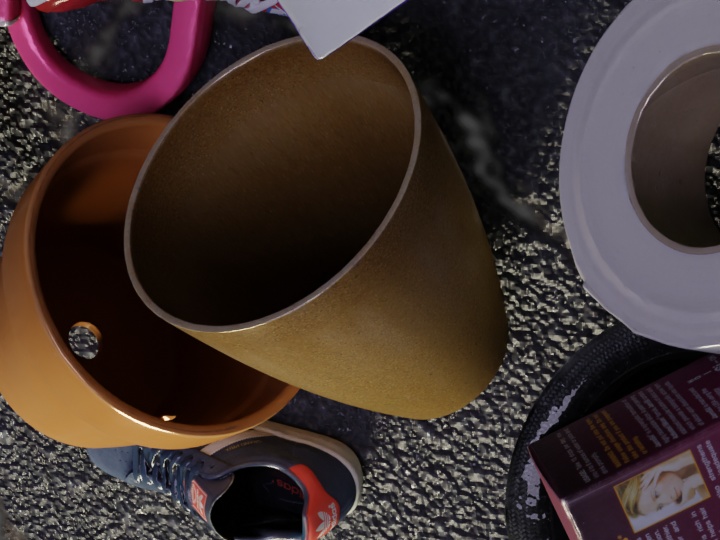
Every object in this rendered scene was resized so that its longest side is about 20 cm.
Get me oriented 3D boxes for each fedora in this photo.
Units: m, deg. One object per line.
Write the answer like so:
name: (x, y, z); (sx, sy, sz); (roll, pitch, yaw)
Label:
fedora: (0.168, 0.105, 1.093); (0.200, 0.092, 0.202); (-2, 106, -7)

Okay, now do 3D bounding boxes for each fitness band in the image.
fitness band: (-0.154, -0.185, 1.134); (0.143, 0.037, 0.201); (18, 122, 14)

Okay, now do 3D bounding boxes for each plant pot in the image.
plant pot: (-0.141, 0.024, 1.153); (0.200, 0.200, 0.140); (50, 139, -7)
plant pot: (0.000, 0.000, 1.069); (0.186, 0.187, 0.200); (-14, 142, 28)

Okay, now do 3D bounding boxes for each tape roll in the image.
tape roll: (0.196, -0.055, 0.963); (0.202, 0.071, 0.204); (-10, 76, 46)

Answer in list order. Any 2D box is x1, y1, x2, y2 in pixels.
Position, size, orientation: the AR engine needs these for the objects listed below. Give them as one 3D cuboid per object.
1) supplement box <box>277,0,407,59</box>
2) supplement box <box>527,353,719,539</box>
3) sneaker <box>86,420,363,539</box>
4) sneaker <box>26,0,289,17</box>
supplement box: (0.021, -0.201, 0.952); (0.103, 0.200, 0.101); (-30, 100, 33)
supplement box: (0.204, 0.107, 1.003); (0.199, 0.086, 0.111); (-26, 107, 0)
sneaker: (-0.102, 0.135, 1.244); (0.199, 0.085, 0.075); (7, 118, 20)
sneaker: (-0.082, -0.164, 1.061); (0.199, 0.071, 0.113); (-27, 108, 3)
